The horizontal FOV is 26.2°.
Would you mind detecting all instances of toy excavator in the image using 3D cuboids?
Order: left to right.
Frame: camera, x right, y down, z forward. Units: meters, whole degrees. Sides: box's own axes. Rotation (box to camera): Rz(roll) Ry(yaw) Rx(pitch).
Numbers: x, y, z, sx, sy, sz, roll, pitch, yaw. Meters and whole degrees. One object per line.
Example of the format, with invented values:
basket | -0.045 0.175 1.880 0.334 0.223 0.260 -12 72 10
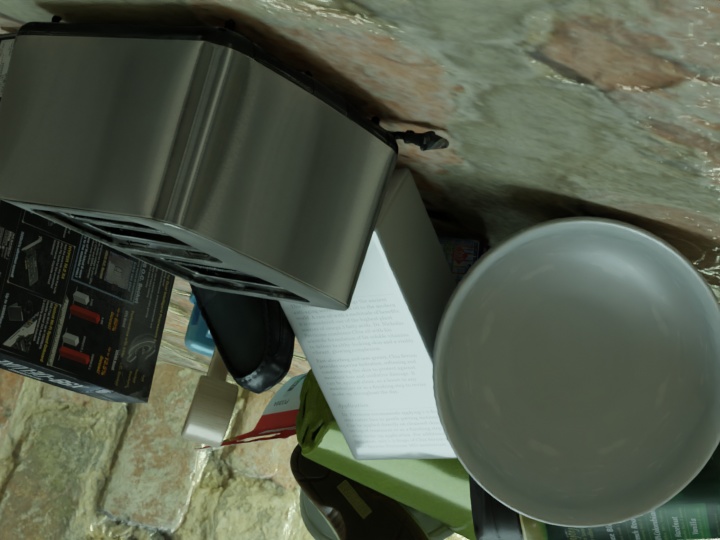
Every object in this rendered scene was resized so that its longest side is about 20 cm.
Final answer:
toy excavator | -0.120 0.062 1.417 0.099 0.202 0.194 17 171 -9

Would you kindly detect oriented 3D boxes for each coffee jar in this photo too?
coffee jar | 0.175 0.147 1.101 0.198 0.105 0.086 -11 141 11

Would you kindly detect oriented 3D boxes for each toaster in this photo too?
toaster | -0.088 -0.062 0.899 0.199 0.120 0.180 8 169 38

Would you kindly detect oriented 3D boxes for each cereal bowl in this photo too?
cereal bowl | 0.144 0.063 1.030 0.198 0.202 0.083 16 -174 0

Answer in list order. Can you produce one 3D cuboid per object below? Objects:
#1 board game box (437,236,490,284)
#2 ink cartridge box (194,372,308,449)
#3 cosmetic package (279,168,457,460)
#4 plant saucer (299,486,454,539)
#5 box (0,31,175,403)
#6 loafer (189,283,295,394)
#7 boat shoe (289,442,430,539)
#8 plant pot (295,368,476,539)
board game box | 0.000 0.000 1.208 0.198 0.062 0.200 6 180 8
ink cartridge box | -0.037 0.115 1.427 0.199 0.051 0.160 -11 177 -37
cosmetic package | 0.014 0.035 1.076 0.101 0.071 0.201 -4 125 30
plant saucer | 0.030 0.173 1.419 0.199 0.200 0.050 8 135 39
box | -0.184 -0.030 0.993 0.049 0.202 0.157 0 164 38
loafer | -0.099 -0.003 1.106 0.068 0.202 0.070 -35 142 22
boat shoe | 0.017 0.224 1.314 0.201 0.071 0.076 56 -179 28
plant pot | 0.053 0.117 1.261 0.189 0.202 0.200 17 171 -14
